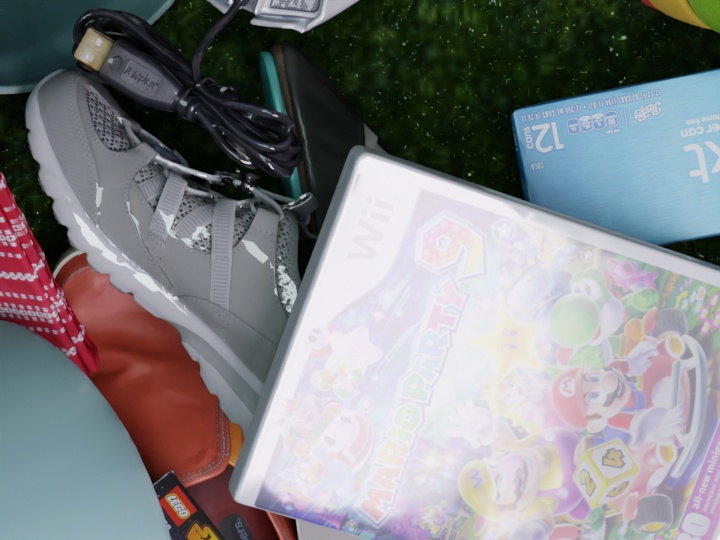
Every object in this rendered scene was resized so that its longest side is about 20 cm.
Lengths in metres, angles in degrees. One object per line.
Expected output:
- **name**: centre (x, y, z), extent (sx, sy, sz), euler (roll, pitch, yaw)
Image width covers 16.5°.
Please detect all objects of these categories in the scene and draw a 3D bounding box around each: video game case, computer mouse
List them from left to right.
- **computer mouse**: centre (-0.027, -0.122, 1.013), extent (0.109, 0.044, 0.200), euler (23, 54, 21)
- **video game case**: centre (0.064, 0.049, 0.963), extent (0.199, 0.018, 0.144), euler (18, 100, -17)

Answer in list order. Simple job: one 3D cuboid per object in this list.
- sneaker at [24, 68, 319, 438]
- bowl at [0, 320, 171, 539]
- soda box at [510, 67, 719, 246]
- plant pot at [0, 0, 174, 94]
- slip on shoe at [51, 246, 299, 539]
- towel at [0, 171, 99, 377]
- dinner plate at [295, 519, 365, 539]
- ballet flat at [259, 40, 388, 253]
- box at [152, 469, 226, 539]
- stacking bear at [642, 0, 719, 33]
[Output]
- **sneaker**: centre (-0.052, -0.012, 0.997), extent (0.082, 0.075, 0.200), euler (-44, 83, 15)
- **bowl**: centre (-0.172, 0.128, 0.984), extent (0.200, 0.105, 0.202), euler (17, 113, 45)
- **soda box**: centre (0.165, -0.053, 1.030), extent (0.199, 0.064, 0.068), euler (-11, 92, 5)
- **plant pot**: centre (-0.149, -0.190, 0.994), extent (0.134, 0.200, 0.201), euler (35, 94, 26)
- **slip on shoe**: centre (-0.073, 0.077, 1.053), extent (0.074, 0.061, 0.201), euler (-25, 90, 6)
- **towel**: centre (-0.196, -0.030, 0.996), extent (0.144, 0.023, 0.201), euler (4, 137, 25)
- **dinner plate**: centre (0.072, 0.095, 1.030), extent (0.199, 0.024, 0.202), euler (-2, 111, -5)
- **ballet flat**: centre (0.000, 0.000, 1.047), extent (0.068, 0.068, 0.201), euler (-7, 102, -6)
- **box**: centre (-0.060, 0.194, 1.029), extent (0.200, 0.040, 0.137), euler (52, 136, 0)
- **stacking bear**: centre (0.146, -0.145, 0.986), extent (0.199, 0.113, 0.122), euler (7, 100, 37)
